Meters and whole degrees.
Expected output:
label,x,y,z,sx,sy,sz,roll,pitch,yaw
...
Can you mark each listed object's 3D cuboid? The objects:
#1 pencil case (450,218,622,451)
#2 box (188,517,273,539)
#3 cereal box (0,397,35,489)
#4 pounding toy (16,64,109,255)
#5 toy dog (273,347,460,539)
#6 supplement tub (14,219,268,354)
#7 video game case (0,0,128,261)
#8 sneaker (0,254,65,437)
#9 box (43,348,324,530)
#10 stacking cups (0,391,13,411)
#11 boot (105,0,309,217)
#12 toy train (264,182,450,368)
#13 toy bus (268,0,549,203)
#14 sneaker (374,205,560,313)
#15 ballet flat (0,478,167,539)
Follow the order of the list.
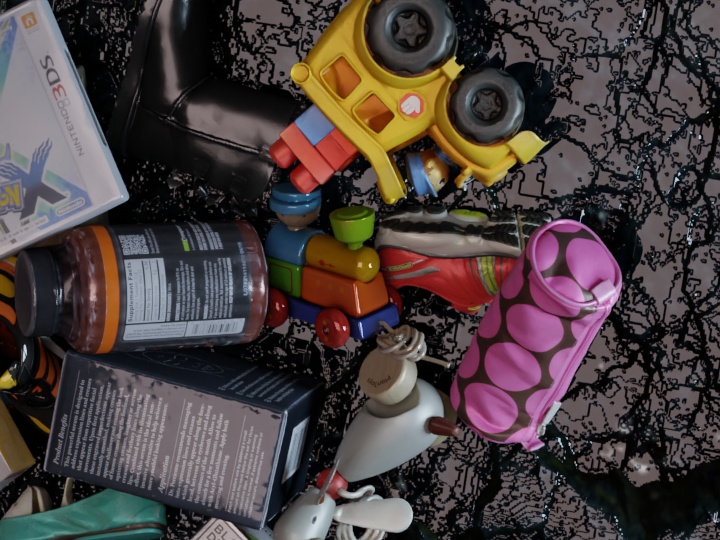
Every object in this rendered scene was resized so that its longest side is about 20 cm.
label,x,y,z,sx,sy,sz,roll,pitch,yaw
pencil case,0.146,0.056,1.667,0.094,0.090,0.201,54,144,29
box,-0.144,0.311,1.814,0.200,0.060,0.117,-45,87,13
cereal box,-0.392,0.159,1.823,0.200,0.039,0.145,-37,79,32
pounding toy,-0.332,-0.103,1.782,0.198,0.142,0.186,-4,106,11
toy dog,0.018,0.167,1.717,0.096,0.131,0.202,35,106,50
supplement tub,-0.183,0.014,1.693,0.198,0.107,0.108,-3,97,-22
video game case,-0.312,-0.101,1.679,0.199,0.022,0.184,-25,85,10
sneaker,-0.294,0.084,1.741,0.069,0.090,0.201,-8,126,14
box,-0.148,0.132,1.749,0.198,0.148,0.108,14,99,10
stacking cups,-0.324,0.095,1.832,0.060,0.060,0.202,16,103,10
boot,-0.120,-0.155,1.749,0.161,0.073,0.200,22,107,10
toy train,0.000,0.000,1.689,0.199,0.084,0.117,17,118,39
toy bus,0.029,-0.122,1.675,0.192,0.136,0.200,-44,88,3
sneaker,0.110,-0.003,1.730,0.198,0.077,0.086,9,118,12
ballet flat,-0.267,0.222,1.836,0.198,0.067,0.071,-14,69,13
